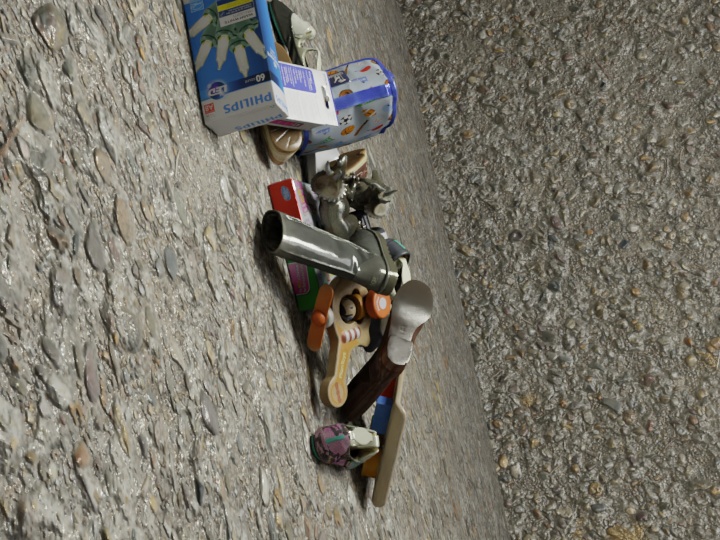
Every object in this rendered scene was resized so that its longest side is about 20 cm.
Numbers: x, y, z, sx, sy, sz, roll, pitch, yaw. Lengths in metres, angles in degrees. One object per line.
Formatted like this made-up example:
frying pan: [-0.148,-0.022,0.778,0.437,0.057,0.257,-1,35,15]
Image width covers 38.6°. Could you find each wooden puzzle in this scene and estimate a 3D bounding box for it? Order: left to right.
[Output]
wooden puzzle: [0.035,0.256,1.676,0.200,0.046,0.186,-87,-171,-69]

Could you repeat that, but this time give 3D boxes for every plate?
plate: [-0.069,-0.183,1.902,0.200,0.032,0.200,59,20,-58]

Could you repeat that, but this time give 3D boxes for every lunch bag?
lunch bag: [-0.035,-0.271,1.698,0.200,0.170,0.124,-172,-116,-82]

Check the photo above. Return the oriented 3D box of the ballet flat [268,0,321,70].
ballet flat: [-0.111,-0.410,1.892,0.068,0.068,0.201,-19,94,-78]

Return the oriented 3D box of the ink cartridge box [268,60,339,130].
ink cartridge box: [-0.117,-0.263,1.529,0.200,0.037,0.095,0,73,-46]

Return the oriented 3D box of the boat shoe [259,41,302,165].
boat shoe: [-0.139,-0.262,1.599,0.065,0.071,0.201,133,-47,-60]

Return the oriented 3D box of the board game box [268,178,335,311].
board game box: [-0.083,-0.039,1.622,0.153,0.040,0.201,1,75,-78]

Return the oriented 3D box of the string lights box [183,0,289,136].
string lights box: [-0.167,-0.290,1.368,0.059,0.102,0.201,40,36,-72]

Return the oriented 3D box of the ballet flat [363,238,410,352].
ballet flat: [0.046,0.048,1.673,0.073,0.073,0.201,-64,163,-73]

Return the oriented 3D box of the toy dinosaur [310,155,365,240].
toy dinosaur: [-0.036,-0.090,1.639,0.102,0.077,0.201,-44,131,-58]

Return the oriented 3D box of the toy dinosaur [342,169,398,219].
toy dinosaur: [0.016,-0.127,1.760,0.077,0.102,0.200,-65,174,10]

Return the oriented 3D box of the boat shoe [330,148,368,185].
boat shoe: [-0.017,-0.175,1.897,0.200,0.072,0.072,-71,148,-75]

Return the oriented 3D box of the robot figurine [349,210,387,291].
robot figurine: [-0.002,0.001,1.772,0.150,0.125,0.201,-26,104,-41]

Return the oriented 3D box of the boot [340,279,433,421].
boot: [0.037,0.130,1.632,0.200,0.064,0.187,-59,-176,49]

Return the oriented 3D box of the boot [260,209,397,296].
boot: [-0.055,-0.039,1.503,0.073,0.199,0.182,-69,-157,14]

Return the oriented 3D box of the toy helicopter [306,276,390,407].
toy helicopter: [-0.032,0.101,1.517,0.132,0.079,0.201,28,65,-49]

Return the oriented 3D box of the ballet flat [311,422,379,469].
ballet flat: [-0.013,0.254,1.512,0.200,0.071,0.069,40,36,-72]
